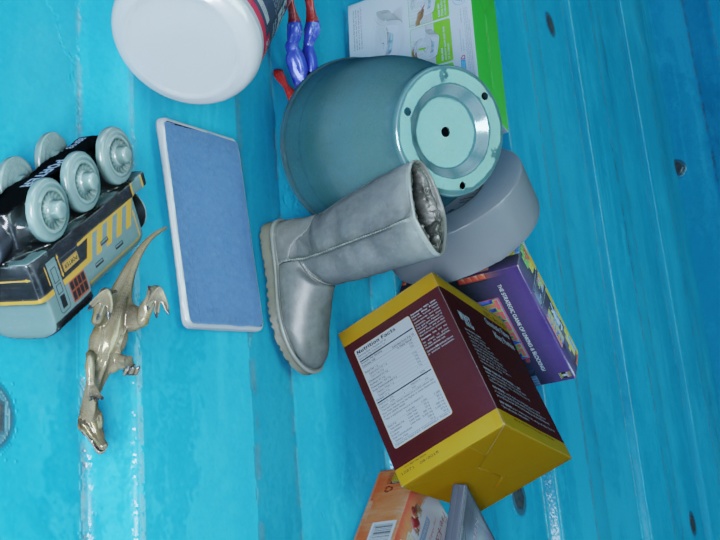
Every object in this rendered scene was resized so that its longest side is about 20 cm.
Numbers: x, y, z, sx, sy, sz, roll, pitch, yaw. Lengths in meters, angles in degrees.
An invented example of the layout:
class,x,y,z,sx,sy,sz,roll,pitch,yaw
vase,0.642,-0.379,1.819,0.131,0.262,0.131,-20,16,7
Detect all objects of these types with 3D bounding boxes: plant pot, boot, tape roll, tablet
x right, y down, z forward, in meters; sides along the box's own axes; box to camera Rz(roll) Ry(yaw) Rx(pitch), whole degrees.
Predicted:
class,x,y,z,sx,sy,sz,roll,pitch,yaw
plant pot,0.044,-0.140,1.220,0.200,0.188,0.200,-1,91,-30
boot,-0.001,0.001,1.142,0.073,0.200,0.182,-12,88,-62
tape roll,0.116,-0.068,1.400,0.066,0.200,0.200,60,31,-27
tablet,-0.144,-0.041,1.096,0.130,0.014,0.200,9,70,-61

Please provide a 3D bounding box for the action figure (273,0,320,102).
class,x,y,z,sx,sy,sz,roll,pitch,yaw
action figure,-0.065,-0.221,1.297,0.065,0.052,0.200,-18,98,-58

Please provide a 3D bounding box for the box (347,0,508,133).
class,x,y,z,sx,sy,sz,roll,pitch,yaw
box,0.082,-0.258,1.452,0.097,0.176,0.200,28,53,-57

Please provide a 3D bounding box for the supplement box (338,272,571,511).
class,x,y,z,sx,sy,sz,roll,pitch,yaw
supplement box,0.108,0.142,1.291,0.197,0.133,0.200,32,29,-54

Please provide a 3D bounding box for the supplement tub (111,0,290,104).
class,x,y,z,sx,sy,sz,roll,pitch,yaw
supplement tub,-0.138,-0.264,1.074,0.140,0.140,0.200,57,33,-33

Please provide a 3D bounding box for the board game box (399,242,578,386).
class,x,y,z,sx,sy,sz,roll,pitch,yaw
board game box,0.167,0.070,1.471,0.200,0.165,0.057,58,31,-29

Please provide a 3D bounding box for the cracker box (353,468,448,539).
class,x,y,z,sx,sy,sz,roll,pitch,yaw
cracker box,0.068,0.336,1.269,0.200,0.058,0.134,63,30,-25

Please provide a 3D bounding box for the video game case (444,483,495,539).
class,x,y,z,sx,sy,sz,roll,pitch,yaw
video game case,0.123,0.343,1.256,0.200,0.019,0.143,64,31,-50

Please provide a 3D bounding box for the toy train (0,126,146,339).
class,x,y,z,sx,sy,sz,roll,pitch,yaw
toy train,-0.227,-0.034,0.869,0.200,0.085,0.114,-59,142,-58

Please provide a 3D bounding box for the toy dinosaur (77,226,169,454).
class,x,y,z,sx,sy,sz,roll,pitch,yaw
toy dinosaur,-0.190,0.037,0.883,0.058,0.101,0.200,21,68,-20
